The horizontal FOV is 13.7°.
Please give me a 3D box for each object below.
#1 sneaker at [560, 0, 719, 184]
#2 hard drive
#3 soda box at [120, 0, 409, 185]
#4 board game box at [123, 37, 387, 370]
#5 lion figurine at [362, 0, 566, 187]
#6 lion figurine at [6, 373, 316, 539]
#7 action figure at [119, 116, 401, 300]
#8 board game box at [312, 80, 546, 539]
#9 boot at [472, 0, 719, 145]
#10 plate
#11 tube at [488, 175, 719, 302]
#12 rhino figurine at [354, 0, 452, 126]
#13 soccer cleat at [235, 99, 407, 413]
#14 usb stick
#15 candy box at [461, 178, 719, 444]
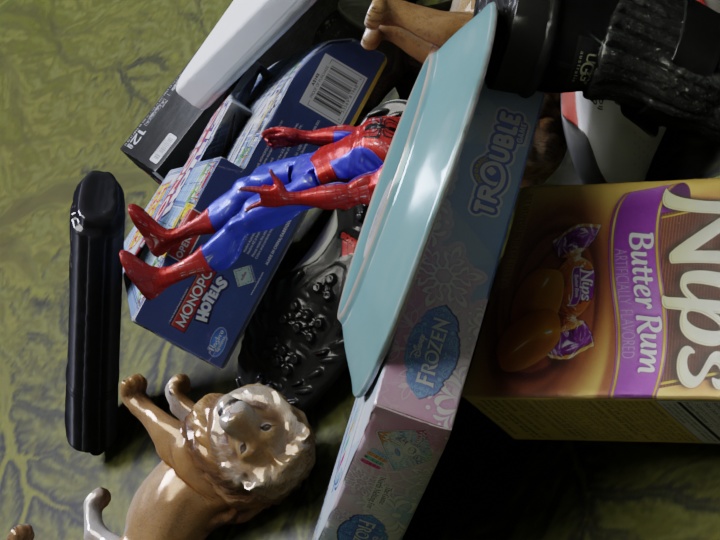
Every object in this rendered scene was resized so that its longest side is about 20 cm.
[{"bbox_3d":[0.170,-0.133,1.570,0.108,0.067,0.202,-9,59,30],"label":"sneaker"},{"bbox_3d":[-0.029,-0.179,1.695,0.132,0.026,0.200,-58,10,-30],"label":"hard drive"},{"bbox_3d":[-0.055,-0.127,1.856,0.200,0.071,0.063,-52,29,-3],"label":"soda box"},{"bbox_3d":[-0.077,-0.044,1.735,0.200,0.062,0.200,-62,12,-7],"label":"board game box"},{"bbox_3d":[0.076,-0.146,1.608,0.072,0.122,0.200,105,-174,-70],"label":"lion figurine"},{"bbox_3d":[-0.108,0.134,1.656,0.122,0.072,0.200,45,111,33],"label":"lion figurine"},{"bbox_3d":[-0.034,-0.046,1.566,0.200,0.052,0.065,-20,30,19],"label":"action figure"},{"bbox_3d":[0.031,0.036,1.495,0.199,0.043,0.200,109,179,-59],"label":"board game box"},{"bbox_3d":[0.140,-0.129,1.496,0.211,0.158,0.080,-90,14,-56],"label":"boot"},{"bbox_3d":[0.022,-0.037,1.429,0.200,0.026,0.200,-161,90,-86],"label":"plate"},{"bbox_3d":[0.156,-0.014,1.483,0.200,0.052,0.058,-20,81,32],"label":"tube"},{"bbox_3d":[0.083,-0.130,1.689,0.200,0.060,0.088,-17,45,35],"label":"rhino figurine"},{"bbox_3d":[0.000,0.000,1.669,0.068,0.073,0.200,33,101,29],"label":"soccer cleat"},{"bbox_3d":[-0.155,0.028,1.742,0.056,0.033,0.200,-86,2,-45],"label":"usb stick"},{"bbox_3d":[0.154,0.019,1.394,0.200,0.056,0.117,-1,62,37],"label":"candy box"}]
